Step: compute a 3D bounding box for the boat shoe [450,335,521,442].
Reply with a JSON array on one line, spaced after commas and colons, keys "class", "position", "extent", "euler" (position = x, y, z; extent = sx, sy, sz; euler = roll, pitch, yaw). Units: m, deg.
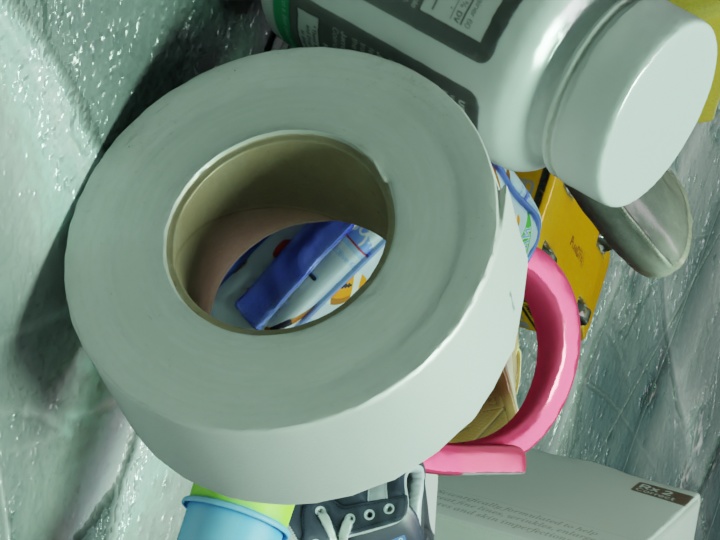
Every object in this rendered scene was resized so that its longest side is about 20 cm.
[{"class": "boat shoe", "position": [0.062, 0.026, 1.523], "extent": [0.069, 0.073, 0.202], "euler": [-85, 169, -63]}]

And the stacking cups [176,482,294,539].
[{"class": "stacking cups", "position": [-0.059, 0.133, 1.121], "extent": [0.061, 0.060, 0.202], "euler": [50, 53, -64]}]

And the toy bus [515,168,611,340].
[{"class": "toy bus", "position": [0.116, -0.016, 1.605], "extent": [0.066, 0.078, 0.200], "euler": [-70, 158, -13]}]

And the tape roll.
[{"class": "tape roll", "position": [-0.028, 0.000, 1.093], "extent": [0.071, 0.201, 0.204], "euler": [69, 40, -55]}]

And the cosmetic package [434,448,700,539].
[{"class": "cosmetic package", "position": [0.118, 0.244, 1.648], "extent": [0.165, 0.164, 0.202], "euler": [-28, 127, -62]}]

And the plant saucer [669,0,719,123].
[{"class": "plant saucer", "position": [0.130, -0.175, 1.391], "extent": [0.048, 0.200, 0.200], "euler": [-38, 167, -10]}]

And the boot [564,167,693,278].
[{"class": "boot", "position": [0.112, -0.109, 1.386], "extent": [0.200, 0.072, 0.183], "euler": [34, 35, -42]}]

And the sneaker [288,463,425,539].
[{"class": "sneaker", "position": [-0.034, 0.165, 1.301], "extent": [0.070, 0.108, 0.201], "euler": [77, 34, -48]}]

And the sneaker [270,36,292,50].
[{"class": "sneaker", "position": [0.020, -0.115, 1.262], "extent": [0.077, 0.111, 0.202], "euler": [17, 87, -68]}]

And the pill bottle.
[{"class": "pill bottle", "position": [0.060, -0.116, 1.147], "extent": [0.113, 0.199, 0.114], "euler": [-41, 150, -31]}]

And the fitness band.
[{"class": "fitness band", "position": [0.051, 0.046, 1.422], "extent": [0.199, 0.037, 0.145], "euler": [6, 85, -39]}]

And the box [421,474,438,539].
[{"class": "box", "position": [0.010, 0.187, 1.454], "extent": [0.119, 0.041, 0.202], "euler": [48, 42, -65]}]

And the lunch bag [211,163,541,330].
[{"class": "lunch bag", "position": [0.000, 0.000, 1.242], "extent": [0.200, 0.076, 0.160], "euler": [-46, 154, 1]}]
